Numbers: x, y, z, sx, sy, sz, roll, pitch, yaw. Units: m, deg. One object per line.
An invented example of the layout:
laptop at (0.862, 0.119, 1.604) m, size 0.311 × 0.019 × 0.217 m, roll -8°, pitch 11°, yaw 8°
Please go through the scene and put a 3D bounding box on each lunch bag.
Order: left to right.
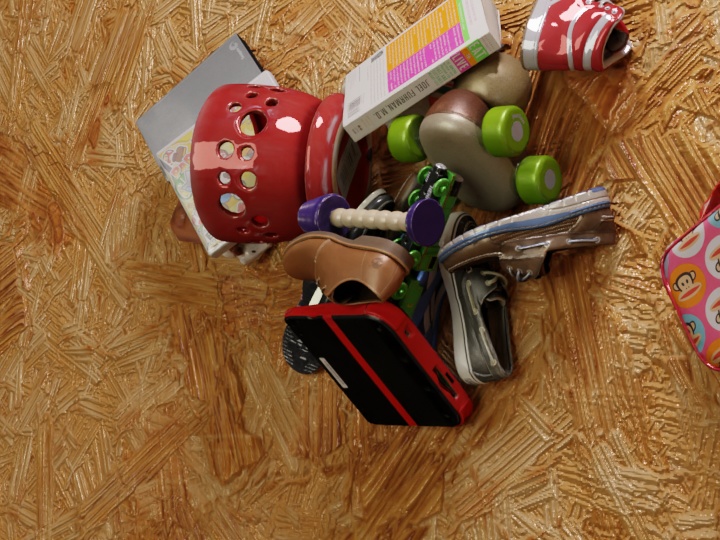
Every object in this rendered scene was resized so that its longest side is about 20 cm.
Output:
lunch bag at (0.385, -0.014, 1.278) m, size 0.200 × 0.082 × 0.177 m, roll -41°, pitch 55°, yaw 33°

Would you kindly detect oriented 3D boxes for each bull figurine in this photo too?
bull figurine at (-0.197, -0.077, 1.886) m, size 0.199 × 0.065 × 0.122 m, roll 11°, pitch 86°, yaw 43°

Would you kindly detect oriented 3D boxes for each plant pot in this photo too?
plant pot at (-0.090, -0.129, 1.669) m, size 0.181 × 0.200 × 0.202 m, roll 6°, pitch 86°, yaw 20°

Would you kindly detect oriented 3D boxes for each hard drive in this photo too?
hard drive at (-0.218, -0.229, 1.912) m, size 0.200 × 0.033 × 0.140 m, roll -40°, pitch 53°, yaw 9°

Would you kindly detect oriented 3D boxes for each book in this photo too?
book at (0.068, -0.240, 1.548) m, size 0.199 × 0.048 × 0.134 m, roll -31°, pitch 27°, yaw 20°

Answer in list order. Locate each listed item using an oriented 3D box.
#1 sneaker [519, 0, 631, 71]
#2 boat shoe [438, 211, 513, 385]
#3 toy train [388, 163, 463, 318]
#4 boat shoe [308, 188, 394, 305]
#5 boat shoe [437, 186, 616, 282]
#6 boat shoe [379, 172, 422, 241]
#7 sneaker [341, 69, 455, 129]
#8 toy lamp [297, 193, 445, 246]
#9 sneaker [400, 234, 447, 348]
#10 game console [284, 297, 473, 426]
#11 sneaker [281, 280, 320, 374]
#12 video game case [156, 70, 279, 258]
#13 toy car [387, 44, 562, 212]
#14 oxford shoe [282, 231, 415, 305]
sneaker at (0.255, -0.302, 1.473) m, size 0.112 × 0.071 × 0.201 m, roll 10°, pitch 70°, yaw 24°
boat shoe at (0.140, 0.028, 1.529) m, size 0.063 × 0.070 × 0.201 m, roll -16°, pitch 79°, yaw 42°
toy train at (0.065, -0.027, 1.501) m, size 0.042 × 0.056 × 0.201 m, roll 41°, pitch 118°, yaw 41°
boat shoe at (0.000, 0.000, 1.586) m, size 0.067 × 0.072 × 0.201 m, roll 30°, pitch 107°, yaw 22°
boat shoe at (0.181, -0.026, 1.460) m, size 0.199 × 0.072 × 0.073 m, roll -20°, pitch 84°, yaw 19°
boat shoe at (0.033, -0.031, 1.641) m, size 0.072 × 0.075 × 0.201 m, roll 35°, pitch 105°, yaw 45°
sneaker at (0.043, -0.195, 1.661) m, size 0.199 × 0.070 × 0.094 m, roll 8°, pitch 82°, yaw 43°
toy lamp at (0.005, -0.055, 1.486) m, size 0.199 × 0.058 × 0.059 m, roll 7°, pitch 87°, yaw 49°
sneaker at (0.054, 0.040, 1.598) m, size 0.074 × 0.082 × 0.201 m, roll 22°, pitch 99°, yaw 43°
game console at (0.023, 0.109, 1.556) m, size 0.176 × 0.200 × 0.031 m, roll -4°, pitch 42°, yaw 47°
sneaker at (-0.043, 0.043, 1.717) m, size 0.070 × 0.082 × 0.201 m, roll 29°, pitch 125°, yaw 13°
video game case at (-0.163, -0.145, 1.822) m, size 0.200 × 0.023 × 0.183 m, roll -35°, pitch 66°, yaw 11°
toy car at (0.156, -0.184, 1.534) m, size 0.164 × 0.158 × 0.201 m, roll 1°, pitch 54°, yaw 41°
oxford shoe at (-0.030, 0.002, 1.491) m, size 0.199 × 0.071 × 0.072 m, roll 2°, pitch 57°, yaw 52°
